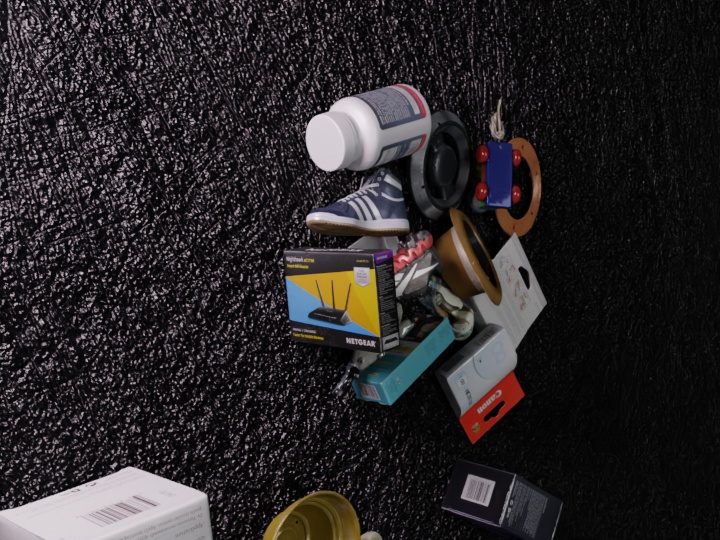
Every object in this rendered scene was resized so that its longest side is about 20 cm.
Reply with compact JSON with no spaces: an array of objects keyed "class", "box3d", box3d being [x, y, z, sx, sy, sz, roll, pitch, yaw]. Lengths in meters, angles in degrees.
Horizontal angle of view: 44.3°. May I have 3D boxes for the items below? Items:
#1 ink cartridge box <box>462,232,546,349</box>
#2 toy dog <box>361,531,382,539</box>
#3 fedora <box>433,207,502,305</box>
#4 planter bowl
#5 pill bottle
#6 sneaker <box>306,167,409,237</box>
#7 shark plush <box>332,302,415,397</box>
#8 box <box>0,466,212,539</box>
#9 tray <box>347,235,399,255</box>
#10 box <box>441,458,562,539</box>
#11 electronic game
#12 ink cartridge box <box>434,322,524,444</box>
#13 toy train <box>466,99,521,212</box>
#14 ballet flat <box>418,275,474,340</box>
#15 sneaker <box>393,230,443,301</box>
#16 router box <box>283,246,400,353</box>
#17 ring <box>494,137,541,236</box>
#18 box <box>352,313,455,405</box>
[{"class":"ink cartridge box","box3d":[0.289,0.053,1.798,0.176,0.044,0.201,-49,125,-29]},{"class":"toy dog","box3d":[0.020,0.577,1.526,0.194,0.138,0.201,-81,149,-61]},{"class":"fedora","box3d":[0.190,-0.014,1.638,0.201,0.081,0.201,54,19,-27]},{"class":"planter bowl","box3d":[-0.098,0.445,1.414,0.199,0.083,0.203,-4,96,-45]},{"class":"pill bottle","box3d":[0.012,-0.230,1.450,0.199,0.119,0.121,-23,109,-41]},{"class":"sneaker","box3d":[-0.006,-0.116,1.477,0.198,0.070,0.110,2,81,-36]},{"class":"shark plush","box3d":[0.024,0.137,1.521,0.090,0.083,0.201,23,68,0]},{"class":"box","box3d":[-0.316,0.353,1.109,0.198,0.199,0.132,-11,99,-44]},{"class":"tray","box3d":[0.000,0.000,1.523,0.200,0.022,0.108,-37,118,-37]},{"class":"box","box3d":[0.282,0.463,1.749,0.200,0.147,0.105,35,69,-40]},{"class":"electronic game","box3d":[0.148,-0.194,1.641,0.199,0.041,0.202,-15,109,-50]},{"class":"ink cartridge box","box3d":[0.250,0.229,1.743,0.160,0.047,0.201,-38,118,-19]},{"class":"toy train","box3d":[0.249,-0.213,1.698,0.084,0.116,0.202,4,83,-15]},{"class":"ballet flat","box3d":[0.173,0.076,1.669,0.200,0.074,0.075,40,66,-39]},{"class":"sneaker","box3d":[0.060,0.025,1.485,0.200,0.071,0.098,-40,104,-14]},{"class":"router box","box3d":[-0.032,0.042,1.370,0.051,0.199,0.151,-13,101,-45]},{"class":"ring","box3d":[0.319,-0.170,1.818,0.199,0.019,0.203,-6,98,-52]},{"class":"box","box3d":[0.076,0.154,1.568,0.200,0.082,0.050,-41,119,-35]}]
